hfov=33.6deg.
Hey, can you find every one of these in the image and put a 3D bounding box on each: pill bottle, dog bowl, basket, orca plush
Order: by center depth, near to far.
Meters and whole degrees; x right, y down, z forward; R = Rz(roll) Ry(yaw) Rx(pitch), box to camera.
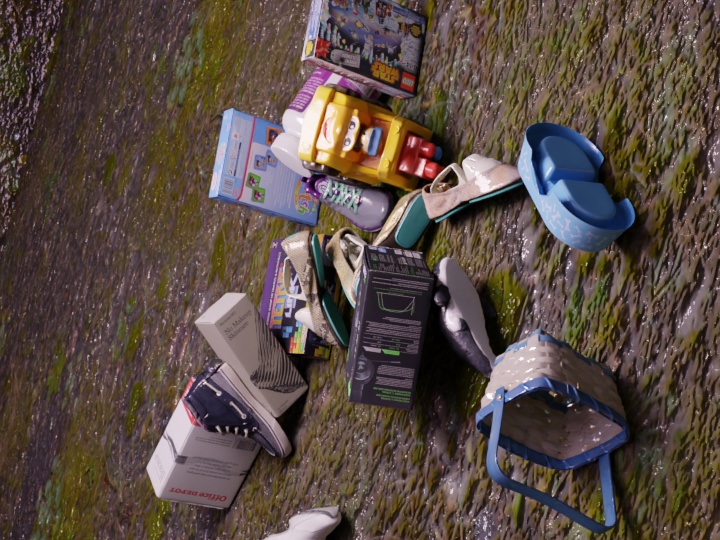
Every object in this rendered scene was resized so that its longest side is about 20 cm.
[{"bbox_3d":[0.223,0.186,1.368,0.139,0.176,0.201,-42,26,37],"label":"basket"},{"bbox_3d":[0.262,-0.102,1.483,0.201,0.111,0.050,-109,33,-40],"label":"dog bowl"},{"bbox_3d":[0.135,0.082,1.603,0.071,0.105,0.201,-45,68,35],"label":"orca plush"},{"bbox_3d":[-0.057,-0.255,1.944,0.200,0.112,0.112,-54,32,-11],"label":"pill bottle"}]

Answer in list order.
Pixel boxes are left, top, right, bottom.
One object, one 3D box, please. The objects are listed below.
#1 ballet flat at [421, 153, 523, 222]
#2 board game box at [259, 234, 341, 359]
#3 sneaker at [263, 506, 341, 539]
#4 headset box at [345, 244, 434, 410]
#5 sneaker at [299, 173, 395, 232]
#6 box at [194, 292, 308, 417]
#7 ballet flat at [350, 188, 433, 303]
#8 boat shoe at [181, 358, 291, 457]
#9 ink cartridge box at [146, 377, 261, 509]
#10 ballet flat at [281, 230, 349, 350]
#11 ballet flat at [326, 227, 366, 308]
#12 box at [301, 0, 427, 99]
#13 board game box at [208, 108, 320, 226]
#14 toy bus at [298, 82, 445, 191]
[{"bbox_3d":[0.152,-0.123,1.669,0.200,0.068,0.068,-23,93,49],"label":"ballet flat"},{"bbox_3d":[-0.102,0.045,1.994,0.165,0.056,0.201,-4,74,54],"label":"board game box"},{"bbox_3d":[-0.082,0.422,1.819,0.200,0.074,0.088,-49,53,43],"label":"sneaker"},{"bbox_3d":[0.036,0.083,1.658,0.174,0.092,0.201,-98,16,-77],"label":"headset box"},{"bbox_3d":[-0.025,-0.113,1.915,0.200,0.087,0.075,23,96,56],"label":"sneaker"},{"bbox_3d":[-0.175,0.137,1.935,0.082,0.201,0.068,-44,24,-27],"label":"box"},{"bbox_3d":[0.047,-0.034,1.776,0.201,0.071,0.071,-57,34,-5],"label":"ballet flat"},{"bbox_3d":[-0.205,0.247,1.932,0.093,0.200,0.075,-43,7,-27],"label":"boat shoe"},{"bbox_3d":[-0.257,0.298,2.039,0.201,0.144,0.084,-62,34,17],"label":"ink cartridge box"},{"bbox_3d":[-0.078,0.037,1.876,0.075,0.068,0.201,-14,104,14],"label":"ballet flat"},{"bbox_3d":[0.000,0.000,1.841,0.071,0.070,0.200,-59,35,22],"label":"ballet flat"},{"bbox_3d":[0.009,-0.364,1.865,0.040,0.199,0.138,-3,75,55],"label":"box"},{"bbox_3d":[-0.152,-0.172,2.022,0.037,0.199,0.152,-5,73,55],"label":"board game box"},{"bbox_3d":[0.029,-0.184,1.778,0.191,0.200,0.137,20,93,29],"label":"toy bus"}]
